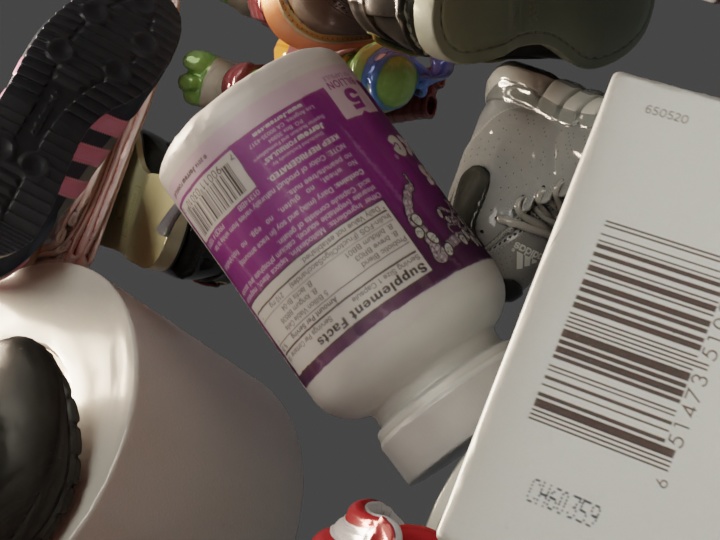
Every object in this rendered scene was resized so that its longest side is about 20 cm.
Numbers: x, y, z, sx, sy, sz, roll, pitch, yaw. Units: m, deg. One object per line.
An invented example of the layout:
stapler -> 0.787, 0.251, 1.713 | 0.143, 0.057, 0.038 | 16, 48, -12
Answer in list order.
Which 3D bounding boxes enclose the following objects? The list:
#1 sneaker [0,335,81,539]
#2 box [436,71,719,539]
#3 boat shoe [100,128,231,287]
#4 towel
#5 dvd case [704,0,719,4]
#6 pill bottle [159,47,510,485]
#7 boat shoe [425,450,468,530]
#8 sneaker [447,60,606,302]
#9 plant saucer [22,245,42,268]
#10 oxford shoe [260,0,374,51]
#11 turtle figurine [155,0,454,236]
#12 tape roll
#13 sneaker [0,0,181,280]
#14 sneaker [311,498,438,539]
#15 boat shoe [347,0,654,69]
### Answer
sneaker -> -0.195, 0.116, 0.858 | 0.076, 0.091, 0.200 | -5, 59, 40
box -> 0.167, 0.055, 0.710 | 0.200, 0.131, 0.199 | 19, 86, 30
boat shoe -> -0.119, -0.040, 1.124 | 0.201, 0.063, 0.074 | 37, 110, 61
towel -> -0.193, -0.079, 1.188 | 0.200, 0.032, 0.191 | -14, 54, 56
dvd case -> 0.170, -0.160, 0.870 | 0.200, 0.150, 0.025 | -139, 49, -56
pill bottle -> 0.000, 0.000, 0.903 | 0.112, 0.112, 0.200 | -38, 81, 15
boat shoe -> 0.101, 0.093, 0.837 | 0.202, 0.074, 0.065 | -47, 38, -5
sneaker -> 0.111, -0.029, 0.918 | 0.200, 0.075, 0.116 | 26, 86, 57
plant saucer -> -0.259, -0.003, 1.105 | 0.200, 0.037, 0.200 | -26, 35, 20
oxford shoe -> 0.047, -0.157, 0.977 | 0.073, 0.200, 0.071 | -19, 90, 55
turtle figurine -> -0.066, -0.130, 1.056 | 0.200, 0.144, 0.194 | -20, 19, -19
tape roll -> -0.149, 0.115, 0.987 | 0.202, 0.139, 0.203 | -22, 51, 30
sneaker -> -0.169, -0.076, 1.011 | 0.200, 0.070, 0.082 | -56, 4, -30
sneaker -> 0.012, 0.174, 0.738 | 0.112, 0.071, 0.200 | -43, 41, 11
boat shoe -> 0.077, -0.139, 0.927 | 0.061, 0.201, 0.072 | 15, 106, 38
